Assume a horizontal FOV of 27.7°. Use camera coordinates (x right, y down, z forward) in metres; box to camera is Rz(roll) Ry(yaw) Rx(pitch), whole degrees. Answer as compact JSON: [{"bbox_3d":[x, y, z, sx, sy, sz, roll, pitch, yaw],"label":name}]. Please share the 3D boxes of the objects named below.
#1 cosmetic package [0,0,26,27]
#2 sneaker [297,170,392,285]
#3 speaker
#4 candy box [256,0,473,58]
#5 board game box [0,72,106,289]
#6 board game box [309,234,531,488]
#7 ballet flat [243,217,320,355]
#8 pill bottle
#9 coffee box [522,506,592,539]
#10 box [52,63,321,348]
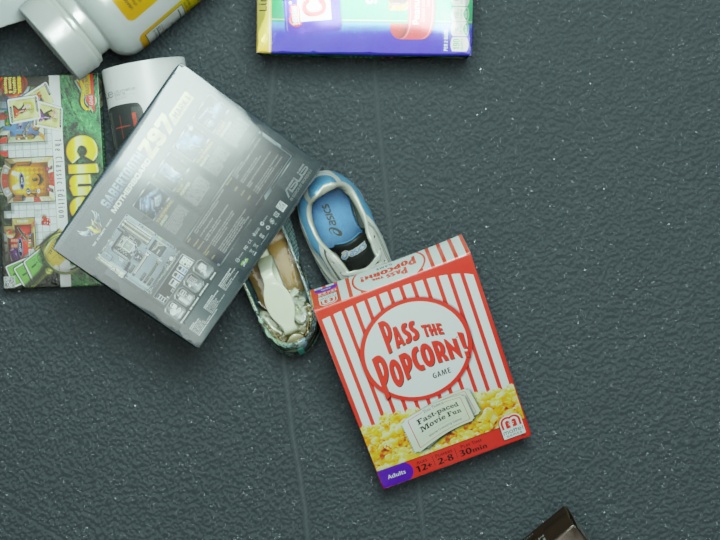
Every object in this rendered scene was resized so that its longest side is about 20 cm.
[{"bbox_3d":[-0.367,-0.310,1.239,0.122,0.199,0.201,30,124,19],"label":"cosmetic package"},{"bbox_3d":[0.000,0.000,1.360,0.072,0.072,0.201,-29,99,2],"label":"sneaker"},{"bbox_3d":[-0.184,-0.095,1.356,0.080,0.081,0.202,-9,94,1],"label":"speaker"},{"bbox_3d":[0.004,-0.280,1.342,0.198,0.077,0.171,1,94,2],"label":"candy box"},{"bbox_3d":[-0.292,-0.084,1.386,0.104,0.023,0.202,-3,94,-1],"label":"board game box"},{"bbox_3d":[0.056,0.086,1.349,0.150,0.046,0.201,-21,114,2],"label":"board game box"},{"bbox_3d":[-0.089,-0.015,1.365,0.074,0.074,0.201,-26,93,2],"label":"ballet flat"},{"bbox_3d":[-0.204,-0.267,1.316,0.200,0.113,0.113,-42,92,-5],"label":"pill bottle"},{"bbox_3d":[0.215,0.339,1.377,0.113,0.080,0.200,-40,93,4],"label":"coffee box"},{"bbox_3d":[-0.153,-0.057,1.296,0.157,0.051,0.201,34,85,-11],"label":"box"}]
